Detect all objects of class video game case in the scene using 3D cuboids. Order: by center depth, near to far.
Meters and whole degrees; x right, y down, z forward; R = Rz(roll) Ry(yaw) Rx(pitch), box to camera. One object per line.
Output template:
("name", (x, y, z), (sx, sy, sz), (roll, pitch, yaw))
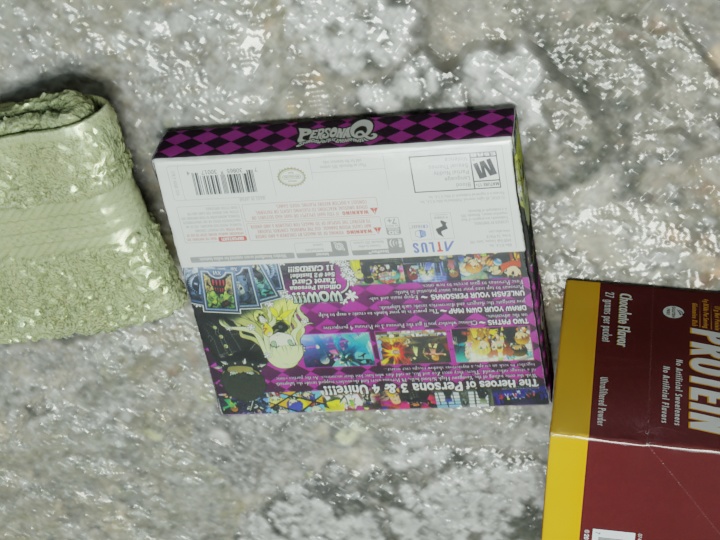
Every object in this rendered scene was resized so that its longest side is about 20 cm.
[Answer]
("video game case", (0.000, 0.000, 1.058), (0.198, 0.036, 0.182), (-3, 125, 13))

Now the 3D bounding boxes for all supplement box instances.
("supplement box", (0.202, 0.129, 1.054), (0.198, 0.133, 0.198), (5, 126, 7))

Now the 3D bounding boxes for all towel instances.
("towel", (-0.203, -0.021, 1.065), (0.198, 0.037, 0.149), (-7, 120, 24))
